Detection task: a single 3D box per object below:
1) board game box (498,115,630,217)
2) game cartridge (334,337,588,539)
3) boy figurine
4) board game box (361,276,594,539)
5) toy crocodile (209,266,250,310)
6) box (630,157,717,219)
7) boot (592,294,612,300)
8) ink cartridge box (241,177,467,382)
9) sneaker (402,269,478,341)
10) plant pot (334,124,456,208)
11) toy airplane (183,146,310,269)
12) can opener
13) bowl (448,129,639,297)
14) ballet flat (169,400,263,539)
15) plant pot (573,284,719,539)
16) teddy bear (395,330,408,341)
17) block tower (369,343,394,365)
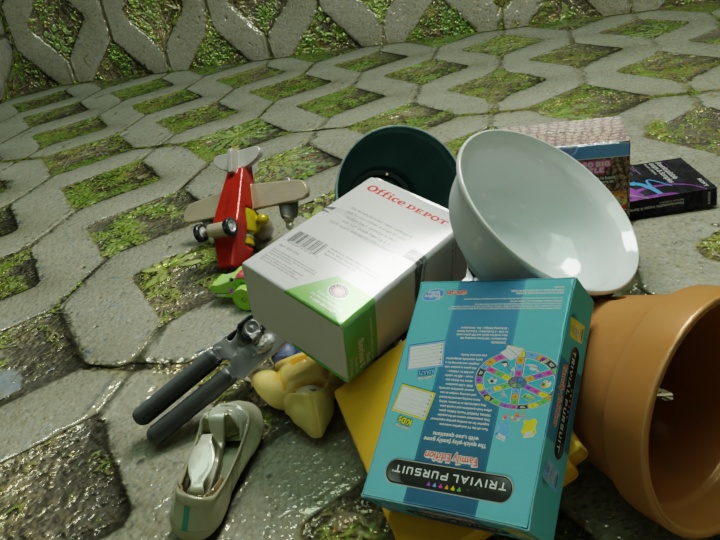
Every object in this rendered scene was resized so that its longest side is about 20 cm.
[{"bbox_3d":[0.267,-0.086,0.944,0.159,0.201,0.097,-2,28,14],"label":"board game box"},{"bbox_3d":[0.080,0.139,0.638,0.176,0.032,0.200,-37,46,9],"label":"game cartridge"},{"bbox_3d":[-0.071,0.118,0.825,0.124,0.065,0.200,-7,24,-3],"label":"boy figurine"},{"bbox_3d":[0.098,0.105,0.588,0.150,0.047,0.201,-3,59,39],"label":"board game box"},{"bbox_3d":[-0.128,0.018,1.034,0.199,0.062,0.068,3,30,25],"label":"toy crocodile"},{"bbox_3d":[0.443,-0.130,1.145,0.199,0.036,0.143,-8,27,4],"label":"box"},{"bbox_3d":[0.245,0.055,0.790,0.069,0.200,0.175,11,65,17],"label":"boot"},{"bbox_3d":[0.000,0.000,0.751,0.145,0.084,0.200,29,51,33],"label":"ink cartridge box"},{"bbox_3d":[0.111,0.029,0.917,0.086,0.078,0.200,8,33,24],"label":"sneaker"},{"bbox_3d":[0.048,-0.111,1.109,0.199,0.201,0.134,-17,1,-12],"label":"plant pot"},{"bbox_3d":[-0.197,-0.109,1.217,0.199,0.141,0.200,-47,48,-1],"label":"toy airplane"},{"bbox_3d":[-0.167,0.119,0.825,0.200,0.053,0.067,-39,-5,-8],"label":"can opener"},{"bbox_3d":[0.162,-0.036,0.697,0.200,0.090,0.202,15,47,-17],"label":"bowl"},{"bbox_3d":[-0.144,0.181,0.728,0.069,0.070,0.200,-6,27,8],"label":"ballet flat"},{"bbox_3d":[0.251,0.103,0.611,0.199,0.201,0.140,-25,20,-26],"label":"plant pot"},{"bbox_3d":[0.079,0.093,0.778,0.144,0.067,0.201,-4,50,-20],"label":"teddy bear"},{"bbox_3d":[0.012,0.058,0.882,0.054,0.058,0.200,-35,16,20],"label":"block tower"}]
